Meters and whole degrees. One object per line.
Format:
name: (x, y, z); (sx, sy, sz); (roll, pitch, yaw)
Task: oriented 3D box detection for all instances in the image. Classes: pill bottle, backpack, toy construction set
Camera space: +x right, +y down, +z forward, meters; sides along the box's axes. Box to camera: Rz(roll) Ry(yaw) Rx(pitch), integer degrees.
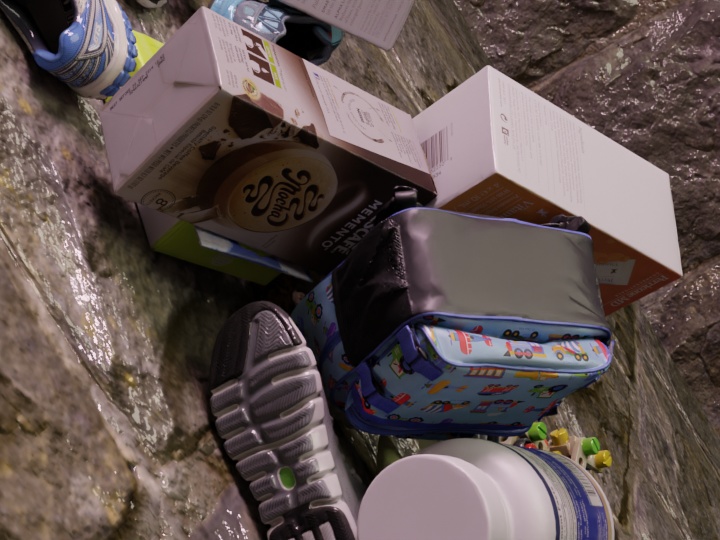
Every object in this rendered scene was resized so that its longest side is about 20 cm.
pill bottle: (0.081, 0.171, 0.971); (0.200, 0.120, 0.120); (20, 42, -60)
backpack: (0.051, 0.050, 1.015); (0.182, 0.200, 0.135); (8, 58, -31)
toy construction set: (0.171, 0.173, 1.475); (0.200, 0.092, 0.131); (46, 44, -18)

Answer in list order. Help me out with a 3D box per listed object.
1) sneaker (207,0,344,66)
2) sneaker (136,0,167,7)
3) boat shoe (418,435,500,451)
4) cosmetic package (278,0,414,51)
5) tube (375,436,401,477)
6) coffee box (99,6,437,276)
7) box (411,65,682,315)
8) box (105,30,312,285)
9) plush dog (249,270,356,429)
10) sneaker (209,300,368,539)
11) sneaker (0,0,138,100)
sneaker: (-0.062, -0.211, 1.384); (0.095, 0.079, 0.200); (28, 21, 24)
sneaker: (-0.186, -0.299, 1.309); (0.081, 0.075, 0.200); (21, 37, -9)
boat shoe: (0.091, 0.164, 1.159); (0.072, 0.068, 0.200); (-48, 137, -59)
cosmetic package: (-0.049, -0.280, 1.355); (0.200, 0.074, 0.102); (23, 18, -7)
tube: (0.032, 0.198, 1.090); (0.052, 0.058, 0.200); (20, 25, -13)
coffee box: (-0.060, -0.080, 1.004); (0.200, 0.113, 0.080); (21, 40, -41)
box: (0.125, -0.045, 1.101); (0.200, 0.124, 0.098); (25, 50, -33)
box: (-0.115, -0.074, 1.086); (0.122, 0.048, 0.200); (18, 42, -48)
plush dog: (0.000, 0.000, 1.183); (0.160, 0.200, 0.172); (23, -33, 55)
sneaker: (-0.037, 0.123, 0.986); (0.115, 0.075, 0.200); (29, 44, -70)
sneaker: (-0.221, -0.215, 1.017); (0.200, 0.077, 0.085); (63, 20, 14)
